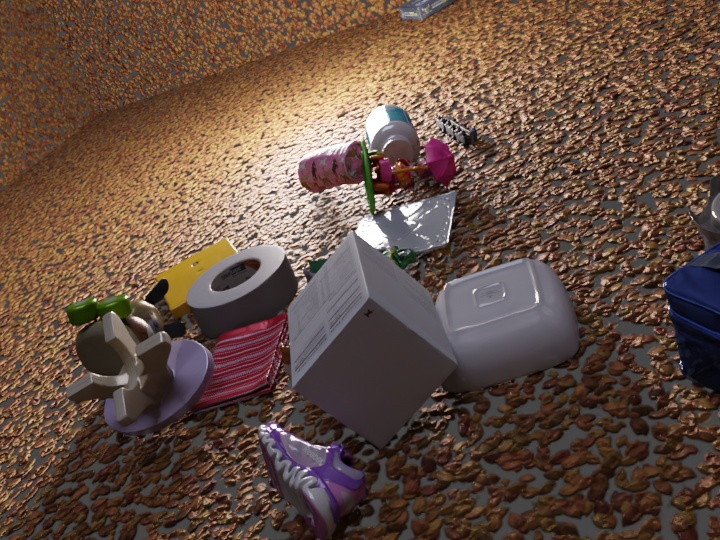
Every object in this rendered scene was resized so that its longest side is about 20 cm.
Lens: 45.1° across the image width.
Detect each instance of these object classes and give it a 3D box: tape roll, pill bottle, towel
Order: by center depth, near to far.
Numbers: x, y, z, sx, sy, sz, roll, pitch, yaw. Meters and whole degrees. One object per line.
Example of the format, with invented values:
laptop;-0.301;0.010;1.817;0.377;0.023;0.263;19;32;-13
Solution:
towel;-0.187;0.145;1.386;0.142;0.023;0.201;-18;26;15
tape roll;-0.214;0.035;1.568;0.196;0.067;0.202;-21;26;10
pill bottle;0.070;-0.277;1.858;0.109;0.113;0.201;-21;25;6

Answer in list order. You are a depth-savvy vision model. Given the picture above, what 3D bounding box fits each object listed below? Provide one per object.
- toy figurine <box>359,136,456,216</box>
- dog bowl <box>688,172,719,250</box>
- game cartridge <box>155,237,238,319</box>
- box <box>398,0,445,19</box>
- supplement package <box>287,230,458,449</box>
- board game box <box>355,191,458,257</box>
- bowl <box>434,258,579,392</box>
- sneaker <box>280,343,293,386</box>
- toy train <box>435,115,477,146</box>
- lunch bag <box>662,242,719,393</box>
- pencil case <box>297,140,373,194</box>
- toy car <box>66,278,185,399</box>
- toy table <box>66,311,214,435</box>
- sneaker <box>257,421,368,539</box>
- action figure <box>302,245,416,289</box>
toy figurine;0.096;-0.191;1.692;0.179;0.154;0.200;-9;-5;-1
dog bowl;0.531;-0.076;1.121;0.196;0.060;0.201;-21;25;10
game cartridge;-0.318;0.014;1.750;0.174;0.033;0.200;-30;28;-10
box;0.252;-0.949;3.057;0.197;0.052;0.157;-31;25;-12
supplement package;0.007;0.084;1.118;0.151;0.151;0.201;-48;21;15
board game box;0.075;-0.061;1.541;0.196;0.026;0.201;-16;26;20
bowl;0.184;0.060;1.156;0.196;0.076;0.201;-17;27;13
sneaker;-0.030;0.088;1.282;0.198;0.086;0.072;-34;25;-22
toy train;0.210;-0.305;1.882;0.045;0.035;0.200;-14;23;-8
lunch bag;0.418;0.051;0.892;0.134;0.134;0.199;-32;26;-17
pencil case;-0.055;-0.220;1.862;0.198;0.086;0.084;-6;48;54
toy car;-0.378;0.102;1.500;0.155;0.168;0.199;-5;18;34
toy table;-0.334;0.160;1.312;0.199;0.117;0.185;-38;54;5
sneaker;-0.056;0.236;1.038;0.087;0.082;0.199;-26;29;-22
action figure;0.000;0.000;1.438;0.196;0.055;0.120;-17;54;14
